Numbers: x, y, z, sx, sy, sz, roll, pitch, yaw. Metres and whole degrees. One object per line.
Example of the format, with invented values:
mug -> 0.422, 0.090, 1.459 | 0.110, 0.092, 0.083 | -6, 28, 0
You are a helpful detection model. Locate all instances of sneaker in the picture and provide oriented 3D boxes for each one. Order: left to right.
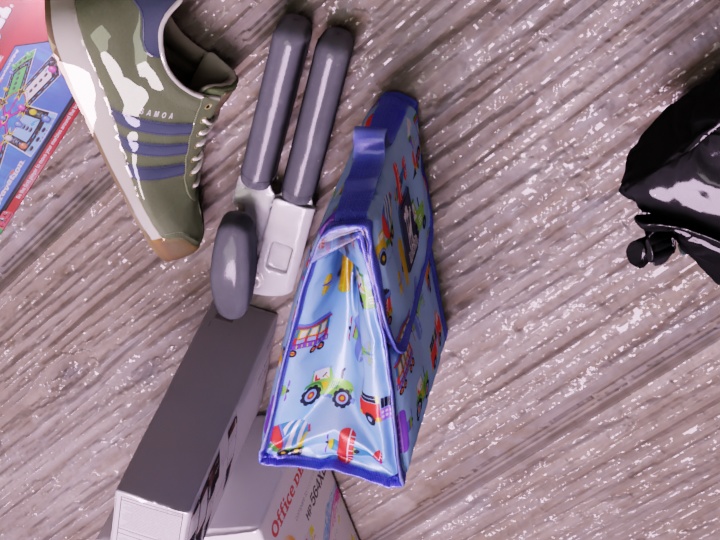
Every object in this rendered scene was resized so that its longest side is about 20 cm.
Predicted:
sneaker -> -0.113, -0.092, 0.925 | 0.089, 0.067, 0.201 | -18, 130, 4

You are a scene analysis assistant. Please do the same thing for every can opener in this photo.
can opener -> -0.052, -0.055, 0.934 | 0.053, 0.067, 0.201 | 18, 127, 2

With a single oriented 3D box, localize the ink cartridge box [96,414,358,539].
ink cartridge box -> -0.086, 0.200, 1.082 | 0.125, 0.129, 0.201 | -7, 122, 20

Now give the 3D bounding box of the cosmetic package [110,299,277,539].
cosmetic package -> -0.105, 0.110, 0.980 | 0.050, 0.200, 0.083 | 17, 127, 3

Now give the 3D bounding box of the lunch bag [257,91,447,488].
lunch bag -> 0.000, 0.000, 0.905 | 0.094, 0.151, 0.201 | 8, 126, 10

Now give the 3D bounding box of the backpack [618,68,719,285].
backpack -> 0.261, -0.033, 0.823 | 0.200, 0.127, 0.167 | 39, 137, -13

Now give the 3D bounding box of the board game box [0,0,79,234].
board game box -> -0.234, -0.108, 0.961 | 0.103, 0.019, 0.200 | 24, 129, -23
